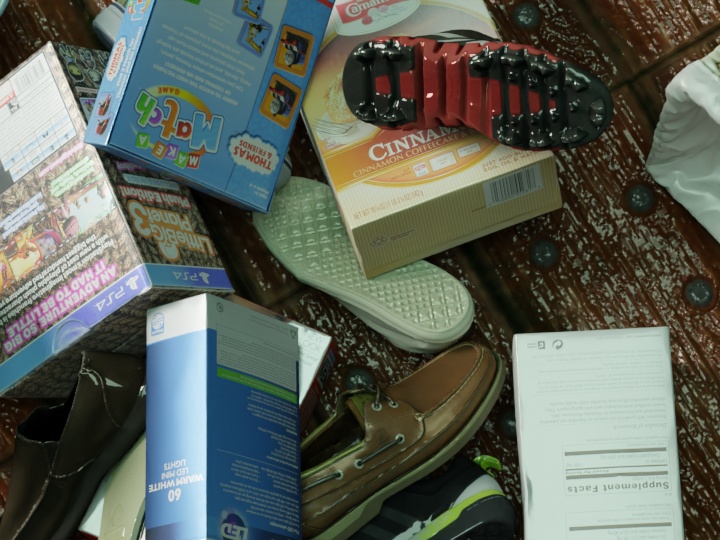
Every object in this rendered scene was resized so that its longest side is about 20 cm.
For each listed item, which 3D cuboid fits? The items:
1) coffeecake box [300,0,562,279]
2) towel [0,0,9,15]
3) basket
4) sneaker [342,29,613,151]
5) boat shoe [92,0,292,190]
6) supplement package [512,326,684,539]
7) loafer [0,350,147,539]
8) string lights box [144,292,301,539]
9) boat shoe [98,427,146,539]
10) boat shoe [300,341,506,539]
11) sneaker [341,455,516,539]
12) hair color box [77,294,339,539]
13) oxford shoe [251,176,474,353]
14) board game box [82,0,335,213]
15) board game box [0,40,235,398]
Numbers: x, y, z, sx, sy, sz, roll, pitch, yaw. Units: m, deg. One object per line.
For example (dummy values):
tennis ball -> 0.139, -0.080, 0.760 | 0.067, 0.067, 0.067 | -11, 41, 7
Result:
coffeecake box -> 0.039, -0.115, 1.706 | 0.153, 0.073, 0.200 | -20, 58, -2
towel -> -0.352, -0.148, 1.734 | 0.171, 0.048, 0.200 | 14, 70, 49
basket -> 0.328, -0.087, 1.649 | 0.161, 0.200, 0.198 | -44, 78, -10
sneaker -> 0.091, -0.125, 1.600 | 0.200, 0.098, 0.071 | 10, 106, 32
boat shoe -> -0.116, -0.142, 1.749 | 0.062, 0.072, 0.200 | -44, 74, -7
supplement package -> 0.166, 0.150, 1.641 | 0.109, 0.114, 0.201 | -3, 77, 3
loafer -> -0.215, 0.128, 1.655 | 0.071, 0.073, 0.200 | 30, 108, -19
string lights box -> -0.091, 0.127, 1.586 | 0.059, 0.103, 0.201 | -15, 66, 34
boat shoe -> -0.141, 0.175, 1.617 | 0.063, 0.074, 0.202 | 24, 66, -25
boat shoe -> 0.016, 0.113, 1.651 | 0.200, 0.072, 0.068 | -43, 116, -11
sneaker -> 0.017, 0.197, 1.674 | 0.200, 0.072, 0.083 | -26, 51, -4
hair color box -> -0.107, 0.122, 1.689 | 0.111, 0.064, 0.200 | 23, 77, 9
oxford shoe -> 0.000, 0.000, 1.718 | 0.200, 0.058, 0.075 | 33, 72, 23
board game box -> -0.097, -0.158, 1.640 | 0.037, 0.151, 0.201 | 9, 80, 49
board game box -> -0.208, -0.034, 1.674 | 0.159, 0.097, 0.200 | -33, 70, 28
